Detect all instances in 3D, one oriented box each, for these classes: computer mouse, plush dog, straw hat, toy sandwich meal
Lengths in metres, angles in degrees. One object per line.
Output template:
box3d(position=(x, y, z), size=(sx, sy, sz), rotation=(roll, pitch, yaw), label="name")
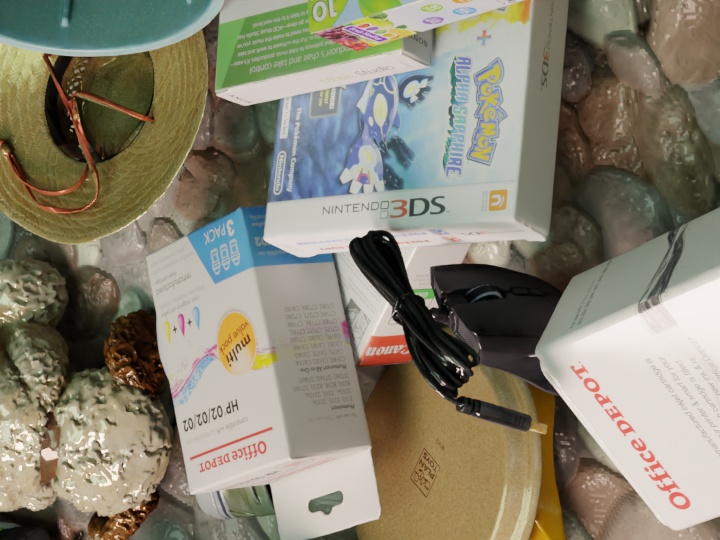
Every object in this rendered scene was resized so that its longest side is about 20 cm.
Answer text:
box3d(position=(0.090, 0.041, 1.222), size=(0.046, 0.199, 0.141), rotation=(-47, 45, 19), label="computer mouse")
box3d(position=(-0.215, 0.109, 1.512), size=(0.171, 0.161, 0.201), rotation=(9, 110, 8), label="plush dog")
box3d(position=(-0.165, -0.118, 1.426), size=(0.200, 0.085, 0.202), rotation=(0, 89, 27), label="straw hat")
box3d(position=(0.068, 0.136, 1.348), size=(0.205, 0.070, 0.207), rotation=(-17, 69, 52), label="toy sandwich meal")

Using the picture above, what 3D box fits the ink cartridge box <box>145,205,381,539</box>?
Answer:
box3d(position=(-0.062, 0.070, 1.340), size=(0.115, 0.068, 0.201), rotation=(-25, 74, 49), label="ink cartridge box")

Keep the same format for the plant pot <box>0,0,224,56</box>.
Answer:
box3d(position=(-0.173, -0.264, 1.302), size=(0.199, 0.200, 0.197), rotation=(-16, 59, 37), label="plant pot")

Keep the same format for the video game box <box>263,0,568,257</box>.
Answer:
box3d(position=(0.034, -0.113, 1.263), size=(0.181, 0.047, 0.201), rotation=(-4, 73, 34), label="video game box")

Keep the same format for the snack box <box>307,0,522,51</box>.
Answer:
box3d(position=(0.034, -0.238, 1.184), size=(0.142, 0.053, 0.201), rotation=(-13, 75, 36), label="snack box")

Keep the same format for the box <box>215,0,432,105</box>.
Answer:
box3d(position=(-0.019, -0.207, 1.279), size=(0.144, 0.036, 0.201), rotation=(-8, 72, 37), label="box")

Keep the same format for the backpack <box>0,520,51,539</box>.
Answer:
box3d(position=(-0.333, 0.258, 1.640), size=(0.199, 0.153, 0.164), rotation=(21, 122, 43), label="backpack")

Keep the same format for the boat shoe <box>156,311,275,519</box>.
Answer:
box3d(position=(-0.089, 0.077, 1.453), size=(0.062, 0.072, 0.201), rotation=(0, 115, 24), label="boat shoe")

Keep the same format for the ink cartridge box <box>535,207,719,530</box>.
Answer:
box3d(position=(0.221, 0.042, 1.178), size=(0.199, 0.084, 0.146), rotation=(-26, 110, 37), label="ink cartridge box")

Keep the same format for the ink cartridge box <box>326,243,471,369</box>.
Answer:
box3d(position=(0.000, 0.000, 1.354), size=(0.109, 0.050, 0.201), rotation=(50, 129, 35), label="ink cartridge box")
